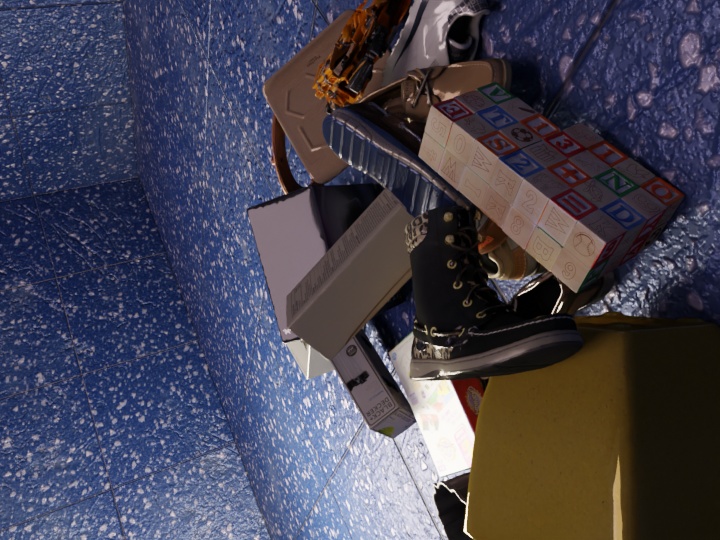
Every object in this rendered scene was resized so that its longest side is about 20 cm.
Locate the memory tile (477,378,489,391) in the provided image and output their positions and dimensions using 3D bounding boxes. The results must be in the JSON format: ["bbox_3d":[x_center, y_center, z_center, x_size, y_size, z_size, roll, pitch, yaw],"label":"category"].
[{"bbox_3d":[0.186,0.205,0.830,0.201,0.017,0.154,56,150,35],"label":"memory tile"}]

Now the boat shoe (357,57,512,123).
[{"bbox_3d":[0.071,-0.181,0.679,0.199,0.064,0.072,-8,75,51],"label":"boat shoe"}]

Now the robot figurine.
[{"bbox_3d":[0.003,-0.281,0.761,0.201,0.058,0.145,-65,16,-12],"label":"robot figurine"}]

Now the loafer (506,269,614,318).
[{"bbox_3d":[0.187,0.041,0.678,0.072,0.063,0.200,64,153,22],"label":"loafer"}]

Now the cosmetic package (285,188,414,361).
[{"bbox_3d":[0.000,0.000,0.770,0.073,0.200,0.104,39,-169,-18],"label":"cosmetic package"}]

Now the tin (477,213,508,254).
[{"bbox_3d":[0.116,-0.117,0.689,0.112,0.042,0.202,-24,64,43],"label":"tin"}]

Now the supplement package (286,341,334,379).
[{"bbox_3d":[-0.067,0.082,1.175,0.117,0.116,0.201,51,147,39],"label":"supplement package"}]

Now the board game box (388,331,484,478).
[{"bbox_3d":[0.118,0.180,0.894,0.201,0.040,0.153,68,155,16],"label":"board game box"}]

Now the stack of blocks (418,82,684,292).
[{"bbox_3d":[0.161,-0.085,0.561,0.200,0.115,0.059,47,145,28],"label":"stack of blocks"}]

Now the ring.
[{"bbox_3d":[-0.099,-0.201,1.029,0.019,0.200,0.202,0,110,20],"label":"ring"}]

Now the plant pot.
[{"bbox_3d":[0.216,0.139,0.537,0.194,0.194,0.202,180,88,-64],"label":"plant pot"}]

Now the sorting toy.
[{"bbox_3d":[-0.029,-0.243,0.888,0.201,0.185,0.036,59,-166,26],"label":"sorting toy"}]

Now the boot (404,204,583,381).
[{"bbox_3d":[0.096,0.012,0.541,0.203,0.073,0.155,151,118,-63],"label":"boot"}]

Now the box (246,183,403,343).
[{"bbox_3d":[-0.044,-0.017,0.944,0.122,0.198,0.202,-15,92,28],"label":"box"}]

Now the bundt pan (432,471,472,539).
[{"bbox_3d":[0.180,0.353,0.831,0.202,0.075,0.203,54,158,33],"label":"bundt pan"}]

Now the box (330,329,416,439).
[{"bbox_3d":[0.009,0.175,1.060,0.201,0.060,0.117,55,-175,29],"label":"box"}]

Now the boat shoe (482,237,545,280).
[{"bbox_3d":[0.129,-0.050,0.743,0.200,0.068,0.075,39,137,52],"label":"boat shoe"}]

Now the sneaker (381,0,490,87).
[{"bbox_3d":[0.084,-0.239,0.731,0.081,0.076,0.201,53,150,24],"label":"sneaker"}]

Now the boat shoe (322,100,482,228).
[{"bbox_3d":[0.055,-0.117,0.654,0.200,0.072,0.072,40,152,14],"label":"boat shoe"}]
